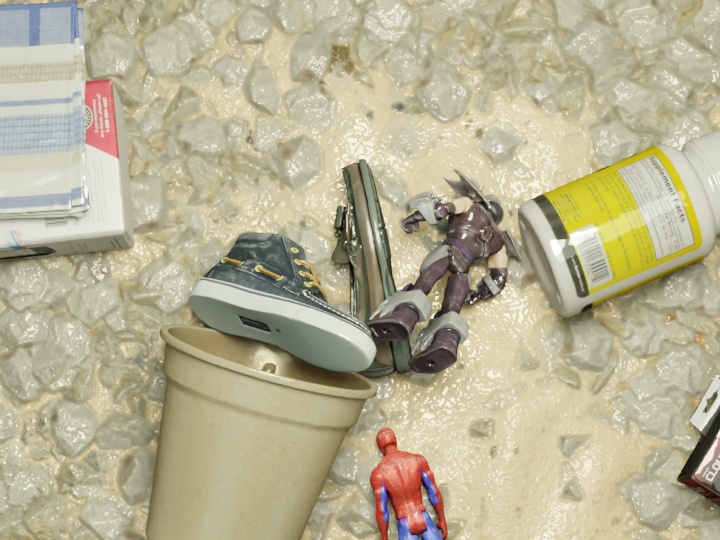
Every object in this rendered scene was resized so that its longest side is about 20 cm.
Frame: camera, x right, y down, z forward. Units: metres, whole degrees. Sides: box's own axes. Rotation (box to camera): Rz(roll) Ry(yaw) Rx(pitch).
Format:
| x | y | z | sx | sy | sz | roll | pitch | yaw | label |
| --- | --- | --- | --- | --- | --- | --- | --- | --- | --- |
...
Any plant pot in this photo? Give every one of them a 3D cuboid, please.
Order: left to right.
| x | y | z | sx | sy | sz | roll | pitch | yaw | label |
| --- | --- | --- | --- | --- | --- | --- | --- | --- | --- |
| -0.103 | 0.164 | 1.565 | 0.199 | 0.200 | 0.185 | 16 | 94 | 1 | plant pot |

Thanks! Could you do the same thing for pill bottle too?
| x | y | z | sx | sy | sz | roll | pitch | yaw | label |
| --- | --- | --- | --- | --- | --- | --- | --- | --- | --- |
| 0.253 | -0.046 | 1.620 | 0.198 | 0.114 | 0.115 | -23 | 84 | -4 | pill bottle |

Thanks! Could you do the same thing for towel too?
| x | y | z | sx | sy | sz | roll | pitch | yaw | label |
| --- | --- | --- | --- | --- | --- | --- | --- | --- | --- |
| -0.315 | -0.141 | 1.587 | 0.145 | 0.024 | 0.202 | -4 | 77 | 1 | towel |

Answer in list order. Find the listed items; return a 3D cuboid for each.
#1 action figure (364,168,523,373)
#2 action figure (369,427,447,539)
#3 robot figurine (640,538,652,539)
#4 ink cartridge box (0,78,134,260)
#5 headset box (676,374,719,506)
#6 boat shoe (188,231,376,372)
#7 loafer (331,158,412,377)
| x | y | z | sx | sy | sz | roll | pitch | yaw | label |
| --- | --- | --- | --- | --- | --- | --- | --- | --- | --- |
| 0.081 | -0.004 | 1.610 | 0.130 | 0.069 | 0.201 | 45 | 52 | -17 | action figure |
| 0.051 | 0.239 | 1.616 | 0.065 | 0.052 | 0.202 | -16 | 79 | -8 | action figure |
| 0.244 | 0.323 | 1.574 | 0.199 | 0.113 | 0.171 | 29 | 99 | 3 | robot figurine |
| -0.314 | -0.087 | 1.631 | 0.198 | 0.086 | 0.149 | -6 | 81 | 0 | ink cartridge box |
| 0.397 | 0.169 | 1.614 | 0.199 | 0.077 | 0.150 | 31 | 83 | 4 | headset box |
| -0.056 | 0.021 | 1.589 | 0.199 | 0.071 | 0.091 | 17 | 58 | 31 | boat shoe |
| 0.000 | 0.000 | 1.635 | 0.062 | 0.072 | 0.202 | -12 | 85 | 4 | loafer |
